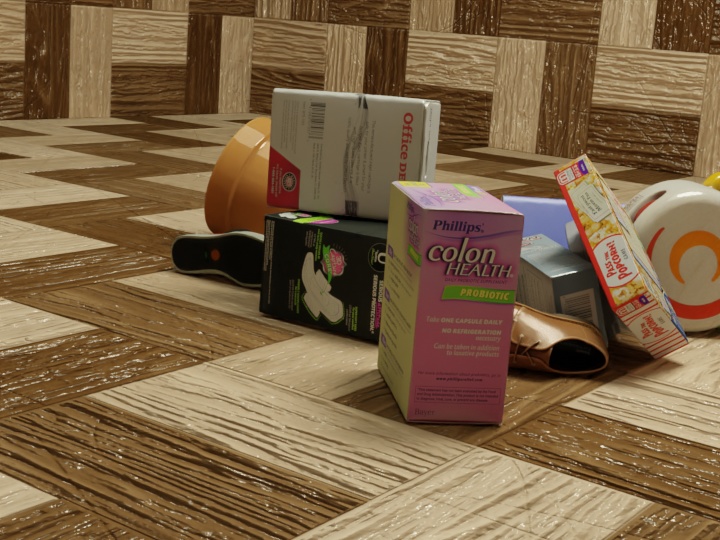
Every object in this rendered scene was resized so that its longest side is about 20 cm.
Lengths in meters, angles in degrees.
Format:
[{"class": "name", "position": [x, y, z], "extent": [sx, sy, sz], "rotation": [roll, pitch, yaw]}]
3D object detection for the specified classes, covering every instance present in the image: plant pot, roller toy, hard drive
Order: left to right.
[{"class": "plant pot", "position": [-0.126, -0.117, 1.814], "extent": [0.139, 0.202, 0.200], "rotation": [26, 19, 19]}, {"class": "hard drive", "position": [0.300, -0.036, 1.696], "extent": [0.198, 0.133, 0.025], "rotation": [4, -16, -3]}, {"class": "roller toy", "position": [0.418, -0.024, 1.528], "extent": [0.180, 0.202, 0.140], "rotation": [-2, 11, 1]}]

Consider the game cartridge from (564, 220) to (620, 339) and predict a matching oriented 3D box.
[{"class": "game cartridge", "position": [0.294, 0.002, 1.498], "extent": [0.041, 0.134, 0.200], "rotation": [-20, 7, 13]}]

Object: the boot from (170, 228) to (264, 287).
[{"class": "boot", "position": [-0.143, -0.025, 1.628], "extent": [0.198, 0.073, 0.144], "rotation": [8, 11, 33]}]

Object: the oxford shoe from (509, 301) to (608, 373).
[{"class": "oxford shoe", "position": [0.174, 0.076, 1.271], "extent": [0.198, 0.072, 0.071], "rotation": [4, 17, -5]}]

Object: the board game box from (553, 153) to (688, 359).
[{"class": "board game box", "position": [0.301, -0.016, 1.357], "extent": [0.046, 0.201, 0.151], "rotation": [-29, -39, 18]}]

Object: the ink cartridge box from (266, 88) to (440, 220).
[{"class": "ink cartridge box", "position": [-0.007, -0.143, 1.442], "extent": [0.198, 0.147, 0.083], "rotation": [7, 9, 18]}]

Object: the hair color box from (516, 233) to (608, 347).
[{"class": "hair color box", "position": [0.231, 0.026, 1.420], "extent": [0.060, 0.100, 0.200], "rotation": [-13, 15, -7]}]

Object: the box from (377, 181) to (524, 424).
[{"class": "box", "position": [0.083, 0.026, 1.151], "extent": [0.096, 0.202, 0.176], "rotation": [2, 11, -9]}]

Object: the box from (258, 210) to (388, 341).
[{"class": "box", "position": [0.000, 0.000, 1.420], "extent": [0.198, 0.126, 0.148], "rotation": [13, 14, 33]}]
